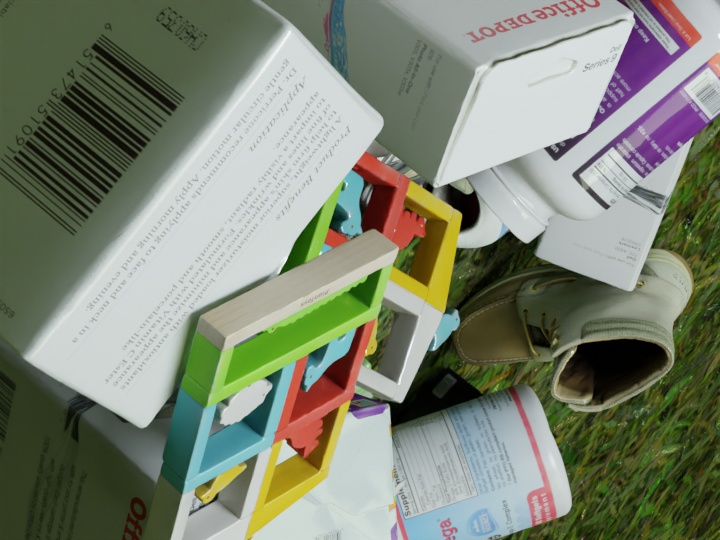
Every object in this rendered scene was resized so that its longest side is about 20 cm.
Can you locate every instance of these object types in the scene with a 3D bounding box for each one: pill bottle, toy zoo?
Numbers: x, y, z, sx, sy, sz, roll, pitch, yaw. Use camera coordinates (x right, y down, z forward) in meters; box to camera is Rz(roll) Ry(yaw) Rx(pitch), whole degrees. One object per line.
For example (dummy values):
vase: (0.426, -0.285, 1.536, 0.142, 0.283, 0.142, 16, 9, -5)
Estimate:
pill bottle: (0.163, -0.112, 1.459, 0.200, 0.112, 0.112, -40, 155, 10)
pill bottle: (0.055, 0.169, 1.695, 0.200, 0.109, 0.109, -19, 148, -2)
toy zoo: (0.000, 0.000, 1.358, 0.200, 0.020, 0.131, 29, 75, -49)
toy zoo: (-0.052, 0.081, 1.138, 0.131, 0.020, 0.200, -28, 146, -42)

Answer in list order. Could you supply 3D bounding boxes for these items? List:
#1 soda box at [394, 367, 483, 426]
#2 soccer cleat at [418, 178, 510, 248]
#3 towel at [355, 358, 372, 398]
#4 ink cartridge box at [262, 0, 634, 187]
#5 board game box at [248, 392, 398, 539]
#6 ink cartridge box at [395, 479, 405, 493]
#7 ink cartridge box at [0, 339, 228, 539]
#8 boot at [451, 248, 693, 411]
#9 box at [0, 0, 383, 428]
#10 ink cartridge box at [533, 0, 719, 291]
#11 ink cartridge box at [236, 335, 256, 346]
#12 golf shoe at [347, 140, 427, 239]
soda box: (0.035, 0.180, 1.791, 0.200, 0.063, 0.071, -47, 154, -9)
soccer cleat: (0.100, -0.098, 1.544, 0.086, 0.070, 0.200, -11, 131, -45)
towel: (-0.065, 0.138, 1.539, 0.200, 0.031, 0.149, -40, 175, -3)
ink cartridge box: (0.031, -0.148, 1.228, 0.145, 0.200, 0.088, -23, 142, -44)
board game box: (-0.077, 0.120, 1.344, 0.105, 0.200, 0.103, -12, 105, -33)
ink cartridge box: (-0.060, 0.196, 1.550, 0.116, 0.068, 0.200, -38, 173, -39)
ink cartridge box: (-0.157, 0.112, 1.253, 0.084, 0.200, 0.146, -24, 142, -43)
boot: (0.152, 0.055, 1.665, 0.155, 0.200, 0.072, -64, 135, -61)
box: (-0.135, -0.068, 1.071, 0.199, 0.200, 0.131, -51, 152, -2)
ink cartridge box: (0.205, -0.108, 1.622, 0.146, 0.084, 0.200, -64, 172, -53)
ink cartridge box: (-0.077, 0.076, 1.517, 0.200, 0.042, 0.119, -40, 151, -26)
golf shoe: (-0.022, -0.068, 1.406, 0.200, 0.078, 0.095, -43, 135, -21)
